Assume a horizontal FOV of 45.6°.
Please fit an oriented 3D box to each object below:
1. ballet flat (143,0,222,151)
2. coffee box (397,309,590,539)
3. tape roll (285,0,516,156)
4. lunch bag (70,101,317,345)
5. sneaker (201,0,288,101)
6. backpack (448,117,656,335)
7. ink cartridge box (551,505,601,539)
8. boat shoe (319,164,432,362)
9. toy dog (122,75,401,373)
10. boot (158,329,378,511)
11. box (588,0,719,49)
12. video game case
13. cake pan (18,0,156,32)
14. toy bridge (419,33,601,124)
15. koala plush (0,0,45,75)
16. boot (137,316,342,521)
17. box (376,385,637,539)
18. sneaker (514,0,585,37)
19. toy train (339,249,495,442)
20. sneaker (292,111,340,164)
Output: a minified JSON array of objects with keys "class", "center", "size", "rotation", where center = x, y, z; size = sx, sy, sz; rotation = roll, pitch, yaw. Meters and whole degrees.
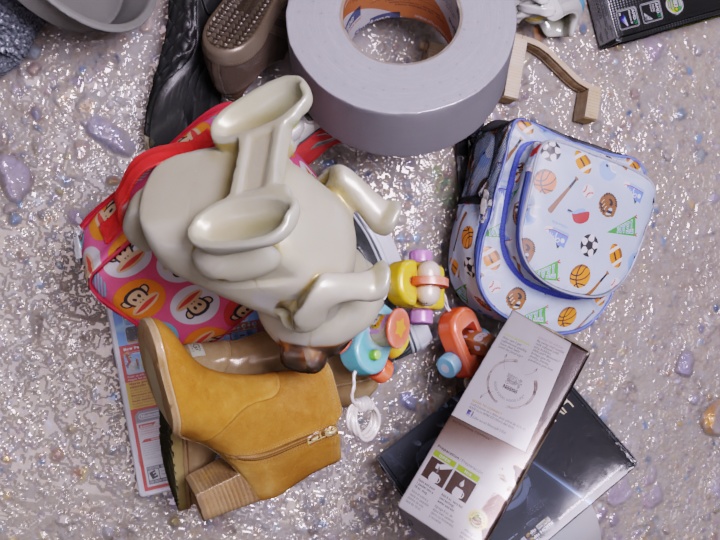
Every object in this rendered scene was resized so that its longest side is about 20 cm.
[{"class":"ballet flat","center":[-0.162,-0.195,0.804],"size":[0.066,0.056,0.203],"rotation":[13,93,-40]},{"class":"coffee box","center":[0.118,0.152,0.766],"size":[0.079,0.113,0.201],"rotation":[29,74,16]},{"class":"tape roll","center":[0.035,-0.203,0.749],"size":[0.197,0.066,0.203],"rotation":[0,67,0]},{"class":"lunch bag","center":[-0.133,-0.036,0.713],"size":[0.199,0.082,0.176],"rotation":[-38,139,7]},{"class":"sneaker","center":[-0.085,-0.244,0.805],"size":[0.070,0.076,0.201],"rotation":[28,60,13]},{"class":"backpack","center":[0.179,-0.035,0.827],"size":[0.197,0.154,0.193],"rotation":[16,95,-13]},{"class":"ink cartridge box","center":[0.180,0.310,0.877],"size":[0.159,0.047,0.202],"rotation":[-28,95,-10]},{"class":"boat shoe","center":[0.000,0.000,0.821],"size":[0.070,0.072,0.202],"rotation":[-29,98,-12]},{"class":"toy dog","center":[-0.059,-0.004,0.635],"size":[0.192,0.141,0.200],"rotation":[-22,138,18]},{"class":"boot","center":[-0.080,0.127,0.781],"size":[0.197,0.066,0.177],"rotation":[-8,122,-22]},{"class":"box","center":[0.318,-0.355,0.900],"size":[0.191,0.047,0.203],"rotation":[-16,95,-10]},{"class":"video game case","center":[-0.156,0.100,0.816],"size":[0.141,0.017,0.203],"rotation":[-10,93,-12]},{"class":"cake pan","center":[-0.253,-0.290,0.719],"size":[0.036,0.200,0.203],"rotation":[-18,96,28]},{"class":"toy bridge","center":[0.154,-0.206,0.875],"size":[0.197,0.027,0.068],"rotation":[12,86,-12]},{"class":"koala plush","center":[-0.353,-0.231,0.675],"size":[0.181,0.200,0.180],"rotation":[-9,92,-12]},{"class":"boot","center":[-0.091,0.101,0.703],"size":[0.143,0.071,0.204],"rotation":[-24,120,-21]},{"class":"box","center":[0.140,0.189,0.834],"size":[0.199,0.044,0.161],"rotation":[-35,69,-9]},{"class":"sneaker","center":[0.164,-0.281,0.810],"size":[0.199,0.076,0.082],"rotation":[6,91,-51]},{"class":"toy train","center":[0.059,0.063,0.769],"size":[0.199,0.055,0.152],"rotation":[-26,101,-44]},{"class":"sneaker","center":[-0.086,-0.106,0.799],"size":[0.198,0.085,0.077],"rotation":[-27,55,-3]}]
